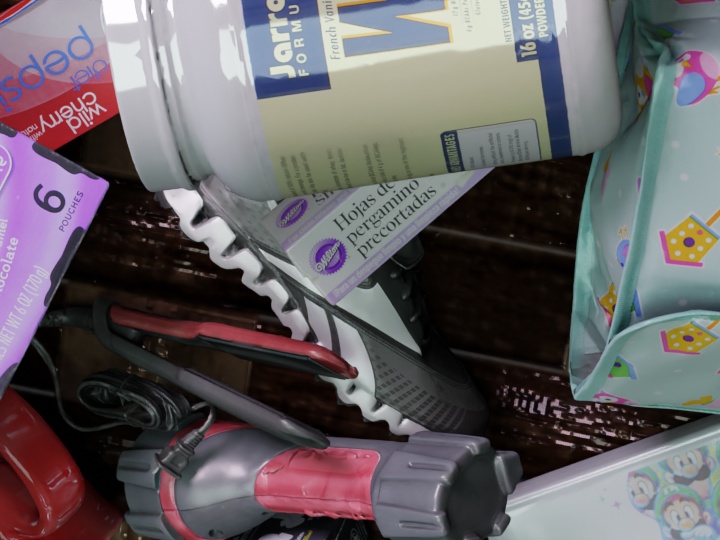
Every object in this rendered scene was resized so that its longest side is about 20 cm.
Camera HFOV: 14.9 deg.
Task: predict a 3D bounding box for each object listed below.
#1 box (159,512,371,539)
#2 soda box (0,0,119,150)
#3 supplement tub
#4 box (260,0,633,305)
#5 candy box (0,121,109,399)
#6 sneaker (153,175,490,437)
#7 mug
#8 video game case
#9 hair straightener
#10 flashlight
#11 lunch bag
[{"bbox_3d":[-0.037,0.232,1.355,0.115,0.132,0.200,-13,107,19],"label":"box"},{"bbox_3d":[-0.113,-0.111,1.270,0.200,0.070,0.063,-28,104,19],"label":"soda box"},{"bbox_3d":[0.001,-0.107,1.141,0.200,0.145,0.145,-9,109,4],"label":"supplement tub"},{"bbox_3d":[0.046,-0.067,1.232,0.200,0.041,0.039,-40,119,1],"label":"box"},{"bbox_3d":[-0.238,-0.011,1.187,0.200,0.072,0.168,29,79,-18],"label":"candy box"},{"bbox_3d":[0.000,0.000,1.293,0.200,0.066,0.090,45,114,-5],"label":"sneaker"},{"bbox_3d":[-0.213,0.073,1.332,0.177,0.133,0.200,-36,96,28],"label":"mug"},{"bbox_3d":[0.183,0.160,1.342,0.200,0.024,0.182,-21,105,18],"label":"video game case"},{"bbox_3d":[-0.093,0.057,1.299,0.200,0.041,0.077,13,79,37],"label":"hair straightener"},{"bbox_3d":[-0.025,0.103,1.293,0.200,0.068,0.068,2,73,42],"label":"flashlight"},{"bbox_3d":[0.186,-0.018,1.214,0.170,0.122,0.200,4,118,-8],"label":"lunch bag"}]
